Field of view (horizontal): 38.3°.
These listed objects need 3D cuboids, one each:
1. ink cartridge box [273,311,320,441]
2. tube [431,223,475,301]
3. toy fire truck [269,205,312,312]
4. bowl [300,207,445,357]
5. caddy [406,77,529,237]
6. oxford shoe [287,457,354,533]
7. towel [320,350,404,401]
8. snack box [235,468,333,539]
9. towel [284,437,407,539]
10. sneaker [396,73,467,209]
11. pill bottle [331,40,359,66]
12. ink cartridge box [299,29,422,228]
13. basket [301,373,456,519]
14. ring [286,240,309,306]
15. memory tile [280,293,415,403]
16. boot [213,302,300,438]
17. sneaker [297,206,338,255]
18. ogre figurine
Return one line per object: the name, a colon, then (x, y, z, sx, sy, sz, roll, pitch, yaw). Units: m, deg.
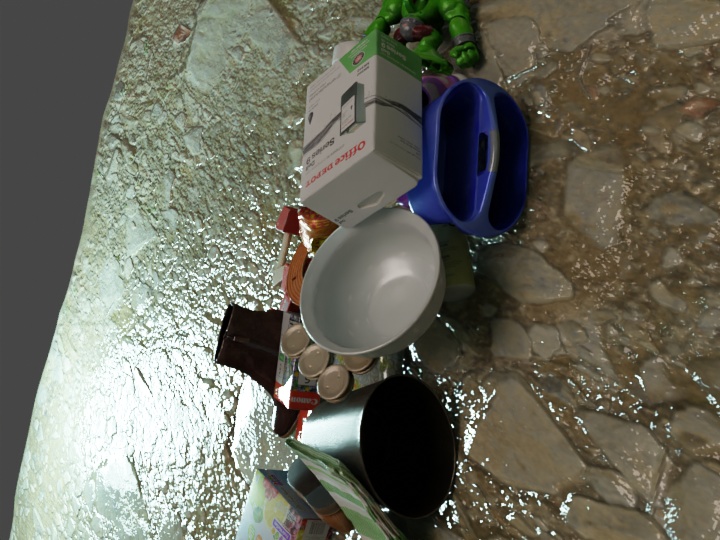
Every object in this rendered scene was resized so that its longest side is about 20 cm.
ink cartridge box: (-0.094, 0.166, 1.554, 0.109, 0.050, 0.201, -171, 89, -73)
tube: (0.107, -0.059, 1.364, 0.052, 0.058, 0.201, 122, 145, -58)
toy fire truck: (-0.115, 0.008, 1.722, 0.141, 0.049, 0.201, 40, 114, 56)
bowl: (0.030, 0.029, 1.291, 0.200, 0.090, 0.202, -17, 55, 27)
caddy: (0.138, -0.136, 1.285, 0.105, 0.141, 0.201, -17, 66, 58)
oxford shoe: (-0.056, 0.322, 1.507, 0.071, 0.071, 0.200, -33, 21, -5)
towel: (0.002, 0.105, 1.507, 0.200, 0.048, 0.172, -13, 71, 56)
snack box: (-0.127, 0.429, 1.574, 0.168, 0.067, 0.201, 29, 106, 57)
towel: (-0.008, 0.302, 1.330, 0.023, 0.200, 0.152, -44, 22, -19)
sneaker: (0.081, -0.185, 1.442, 0.080, 0.088, 0.201, 39, 114, 53)
pill bottle: (-0.007, -0.236, 1.576, 0.114, 0.114, 0.201, -4, 76, 57)
ink cartridge box: (0.002, -0.176, 1.300, 0.146, 0.084, 0.201, -32, 44, 39)
basket: (0.014, 0.227, 1.364, 0.200, 0.135, 0.181, -12, 93, 62)
ring: (-0.038, -0.027, 1.584, 0.200, 0.019, 0.201, -33, 36, 28)
memory tile: (-0.009, 0.065, 1.371, 0.200, 0.017, 0.153, -49, 47, 1)
boot: (-0.158, 0.157, 1.625, 0.072, 0.166, 0.201, 13, 90, 58)
sneaker: (-0.054, -0.060, 1.513, 0.200, 0.073, 0.078, -147, 50, -86)
ogre figurine: (0.085, -0.342, 1.476, 0.199, 0.098, 0.121, 0, 69, 51)
